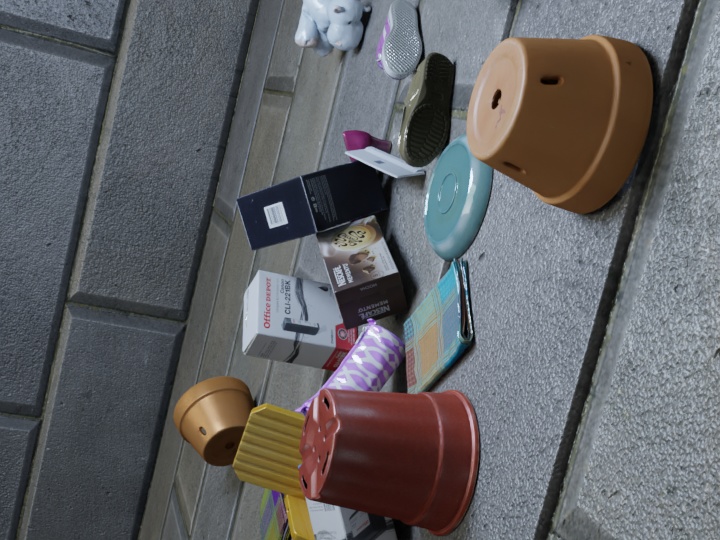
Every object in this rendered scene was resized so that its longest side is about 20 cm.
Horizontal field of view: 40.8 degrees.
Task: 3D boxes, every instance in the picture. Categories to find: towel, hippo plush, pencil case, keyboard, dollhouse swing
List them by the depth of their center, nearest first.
[{"bbox_3d":[0.110,0.093,1.440,0.200,0.022,0.147,124,151,-50],"label":"towel"},{"bbox_3d":[-0.009,0.171,1.522,0.200,0.086,0.084,-52,21,-25],"label":"pencil case"},{"bbox_3d":[0.040,-0.189,1.697,0.200,0.056,0.011,34,135,57],"label":"keyboard"},{"bbox_3d":[-0.121,0.362,1.717,0.182,0.175,0.201,-111,38,-58],"label":"dollhouse swing"},{"bbox_3d":[-0.180,0.522,2.032,0.200,0.023,0.144,-116,41,-62],"label":"towel"},{"bbox_3d":[-0.044,-0.571,2.159,0.160,0.159,0.201,21,117,41],"label":"hippo plush"}]

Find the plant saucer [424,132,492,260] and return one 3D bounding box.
[{"bbox_3d":[0.141,-0.115,1.466,0.200,0.027,0.201,-169,90,-72],"label":"plant saucer"}]

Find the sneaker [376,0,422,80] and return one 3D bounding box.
[{"bbox_3d":[0.066,-0.396,1.798,0.114,0.072,0.201,117,166,-48],"label":"sneaker"}]

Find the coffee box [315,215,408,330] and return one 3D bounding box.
[{"bbox_3d":[0.000,0.000,1.643,0.200,0.113,0.080,-109,2,-57],"label":"coffee box"}]

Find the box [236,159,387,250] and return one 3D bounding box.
[{"bbox_3d":[-0.090,-0.122,1.769,0.200,0.182,0.105,-12,96,47],"label":"box"}]

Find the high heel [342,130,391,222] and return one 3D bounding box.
[{"bbox_3d":[-0.014,-0.165,1.837,0.067,0.096,0.201,-138,61,-69],"label":"high heel"}]

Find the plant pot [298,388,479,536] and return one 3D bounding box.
[{"bbox_3d":[0.029,0.248,1.315,0.201,0.194,0.202,-169,90,-71],"label":"plant pot"}]

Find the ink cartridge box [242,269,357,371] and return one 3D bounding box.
[{"bbox_3d":[-0.113,0.095,1.809,0.084,0.199,0.145,123,151,-48],"label":"ink cartridge box"}]

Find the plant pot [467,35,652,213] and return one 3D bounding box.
[{"bbox_3d":[0.212,-0.178,1.095,0.200,0.139,0.201,-168,90,-72],"label":"plant pot"}]

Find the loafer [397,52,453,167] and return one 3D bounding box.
[{"bbox_3d":[0.106,-0.256,1.588,0.067,0.076,0.201,-28,43,67],"label":"loafer"}]

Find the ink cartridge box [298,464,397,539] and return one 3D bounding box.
[{"bbox_3d":[-0.014,0.376,1.447,0.145,0.083,0.201,145,113,-64],"label":"ink cartridge box"}]

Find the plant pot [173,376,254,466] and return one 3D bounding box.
[{"bbox_3d":[-0.337,0.376,2.348,0.140,0.199,0.201,54,132,44],"label":"plant pot"}]
